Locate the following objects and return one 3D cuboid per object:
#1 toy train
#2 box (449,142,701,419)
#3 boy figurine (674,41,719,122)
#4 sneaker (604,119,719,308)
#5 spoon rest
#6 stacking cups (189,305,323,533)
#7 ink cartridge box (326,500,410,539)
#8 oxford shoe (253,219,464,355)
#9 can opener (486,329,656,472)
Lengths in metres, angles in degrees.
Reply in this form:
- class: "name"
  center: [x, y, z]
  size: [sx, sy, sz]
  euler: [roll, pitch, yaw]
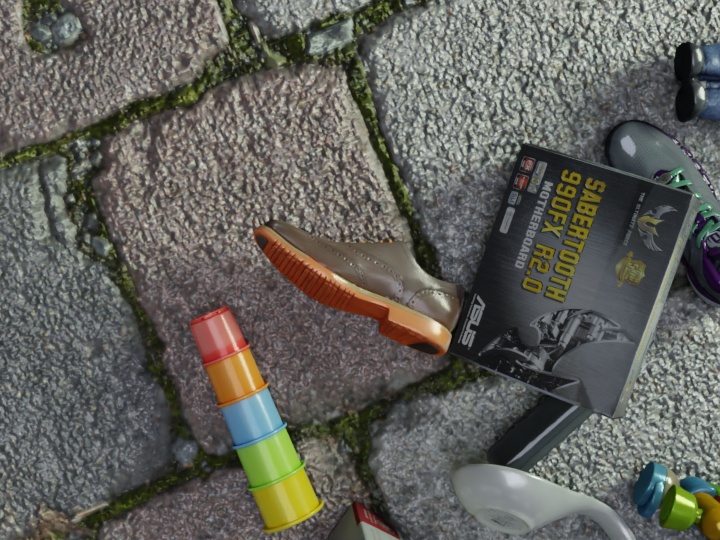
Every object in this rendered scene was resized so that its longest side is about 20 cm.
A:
- class: "toy train"
  center: [0.309, 0.218, 0.929]
  size: [0.115, 0.200, 0.085]
  euler: [20, 93, 1]
- class: "box"
  center: [0.184, 0.008, 0.950]
  size: [0.158, 0.048, 0.201]
  euler: [21, 94, 25]
- class: "boy figurine"
  center: [0.384, -0.166, 0.974]
  size: [0.199, 0.064, 0.125]
  euler: [-1, 91, 1]
- class: "sneaker"
  center: [0.296, -0.053, 0.964]
  size: [0.074, 0.088, 0.200]
  euler: [-39, 95, 0]
- class: "spoon rest"
  center: [0.171, 0.221, 0.985]
  size: [0.200, 0.099, 0.061]
  euler: [32, 58, -14]
- class: "stacking cups"
  center: [-0.101, 0.132, 0.975]
  size: [0.060, 0.061, 0.201]
  euler: [-25, 93, -1]
- class: "ink cartridge box"
  center: [0.057, 0.304, 0.948]
  size: [0.200, 0.147, 0.083]
  euler: [36, 90, -5]
- class: "oxford shoe"
  center: [0.000, 0.000, 0.973]
  size: [0.199, 0.071, 0.073]
  euler: [30, 72, -8]
- class: "can opener"
  center: [0.191, 0.109, 0.996]
  size: [0.200, 0.053, 0.066]
  euler: [-46, 60, -1]
